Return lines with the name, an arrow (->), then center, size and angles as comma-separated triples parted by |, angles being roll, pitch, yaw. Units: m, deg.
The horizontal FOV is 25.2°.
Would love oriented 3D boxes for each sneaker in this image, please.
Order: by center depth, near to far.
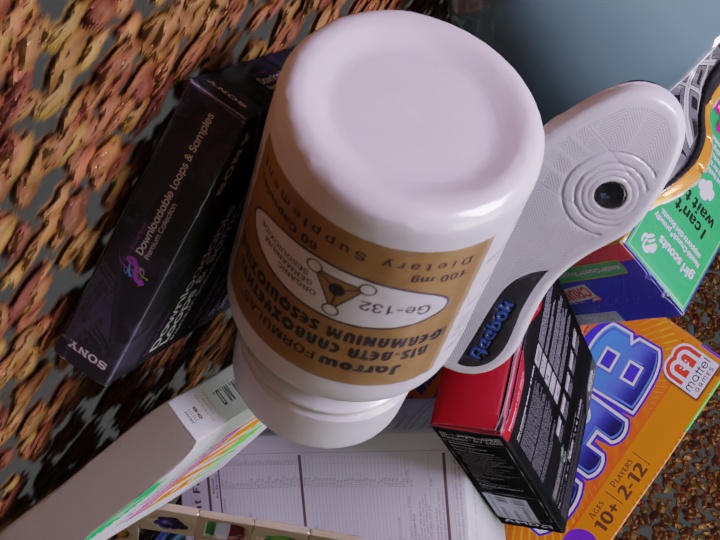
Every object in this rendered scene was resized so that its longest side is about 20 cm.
sneaker -> 0.096, -0.047, 0.870 | 0.200, 0.073, 0.112 | -51, -163, 32
sneaker -> 0.176, -0.111, 0.970 | 0.078, 0.077, 0.201 | -6, -137, 41

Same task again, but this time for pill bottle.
pill bottle -> 0.000, -0.008, 0.718 | 0.114, 0.114, 0.201 | -49, 168, -36

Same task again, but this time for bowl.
bowl -> 0.126, -0.173, 0.926 | 0.200, 0.105, 0.201 | -39, -157, 20

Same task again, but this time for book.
book -> -0.093, 0.087, 0.873 | 0.133, 0.048, 0.200 | -39, 176, 26

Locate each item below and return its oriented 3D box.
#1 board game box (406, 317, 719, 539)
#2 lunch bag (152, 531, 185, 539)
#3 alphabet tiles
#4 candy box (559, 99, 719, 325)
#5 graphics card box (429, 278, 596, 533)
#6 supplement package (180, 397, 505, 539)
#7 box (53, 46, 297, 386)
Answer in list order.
board game box -> 0.131, 0.105, 1.231 | 0.201, 0.199, 0.200 | -54, 171, -6
lunch bag -> -0.179, 0.288, 1.178 | 0.200, 0.094, 0.151 | -38, 164, -27
alphabet tiles -> -0.094, 0.194, 1.020 | 0.201, 0.165, 0.008 | 109, -11, -58
candy box -> 0.180, -0.062, 1.076 | 0.169, 0.077, 0.201 | -9, -136, 56
graphics card box -> 0.102, 0.076, 1.018 | 0.200, 0.050, 0.127 | 53, 46, -59
supplement package -> -0.011, 0.151, 1.086 | 0.109, 0.198, 0.115 | -24, 111, -72
box -> -0.061, -0.035, 0.773 | 0.144, 0.036, 0.200 | -60, 170, 21
